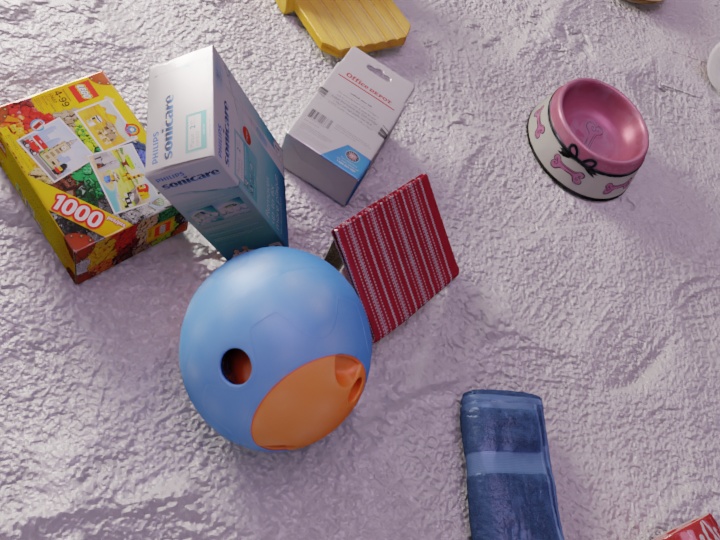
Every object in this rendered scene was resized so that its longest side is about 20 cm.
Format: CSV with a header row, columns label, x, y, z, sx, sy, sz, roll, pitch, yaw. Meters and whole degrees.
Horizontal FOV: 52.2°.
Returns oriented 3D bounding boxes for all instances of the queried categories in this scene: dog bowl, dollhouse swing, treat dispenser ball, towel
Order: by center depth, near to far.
label,x,y,z,sx,sy,sz,roll,pitch,yaw
treat dispenser ball,-0.085,0.080,0.749,0.195,0.202,0.206,9,59,-15
towel,0.173,0.240,0.849,0.108,0.049,0.205,7,60,-15
towel,0.049,-0.021,0.909,0.199,0.022,0.148,-34,107,-44
dollhouse swing,-0.015,-0.454,1.104,0.196,0.185,0.176,-19,49,-28
dog bowl,0.366,-0.215,1.159,0.194,0.074,0.205,9,60,-16

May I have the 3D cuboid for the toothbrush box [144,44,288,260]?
label,x,y,z,sx,sy,sz,roll,pitch,yaw
toothbrush box,-0.157,-0.123,0.833,0.083,0.201,0.150,-13,60,13

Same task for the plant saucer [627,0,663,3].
label,x,y,z,sx,sy,sz,roll,pitch,yaw
plant saucer,0.532,-0.596,1.457,0.194,0.036,0.205,9,60,-15

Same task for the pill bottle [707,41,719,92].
label,x,y,z,sx,sy,sz,roll,pitch,yaw
pill bottle,0.752,-0.410,1.388,0.198,0.114,0.114,-30,75,-32

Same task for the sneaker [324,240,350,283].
label,x,y,z,sx,sy,sz,roll,pitch,yaw
sneaker,0.000,0.000,0.921,0.086,0.072,0.201,58,44,-23

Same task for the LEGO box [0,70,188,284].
label,x,y,z,sx,sy,sz,roll,pitch,yaw
LEGO box,-0.310,-0.110,0.847,0.147,0.078,0.202,-31,76,-31

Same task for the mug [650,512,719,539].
label,x,y,z,sx,sy,sz,roll,pitch,yaw
mug,0.373,0.389,0.793,0.173,0.134,0.204,-11,63,-27

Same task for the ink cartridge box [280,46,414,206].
label,x,y,z,sx,sy,sz,roll,pitch,yaw
ink cartridge box,-0.016,-0.202,1.014,0.114,0.067,0.202,31,57,-1
